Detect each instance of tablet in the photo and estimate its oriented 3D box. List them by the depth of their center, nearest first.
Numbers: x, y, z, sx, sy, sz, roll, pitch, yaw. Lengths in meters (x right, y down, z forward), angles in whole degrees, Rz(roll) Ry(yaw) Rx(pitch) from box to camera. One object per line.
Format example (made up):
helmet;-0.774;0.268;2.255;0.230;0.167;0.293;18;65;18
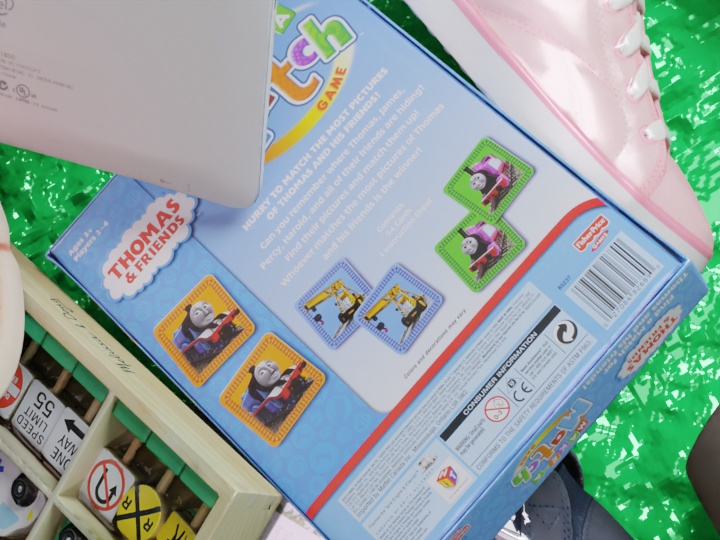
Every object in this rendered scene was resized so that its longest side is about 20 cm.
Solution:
tablet;-0.124;-0.099;0.722;0.199;0.014;0.131;15;126;11

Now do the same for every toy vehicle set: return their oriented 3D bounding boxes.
toy vehicle set;-0.127;0.075;0.761;0.200;0.026;0.125;38;103;35

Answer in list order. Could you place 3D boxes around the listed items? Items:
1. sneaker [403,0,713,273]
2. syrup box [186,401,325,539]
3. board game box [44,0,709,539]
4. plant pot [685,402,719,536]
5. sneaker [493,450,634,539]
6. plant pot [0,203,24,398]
sneaker;0.089;-0.096;0.788;0.105;0.075;0.200;-40;82;7
syrup box;0.000;0.134;0.783;0.199;0.081;0.079;30;95;3
board game box;0.000;0.000;0.741;0.151;0.037;0.200;-48;61;1
plant pot;0.214;0.090;0.731;0.200;0.200;0.174;-46;70;1
sneaker;0.031;0.053;0.786;0.199;0.078;0.080;31;96;6
plant pot;-0.227;0.014;0.722;0.177;0.200;0.201;-21;87;20
